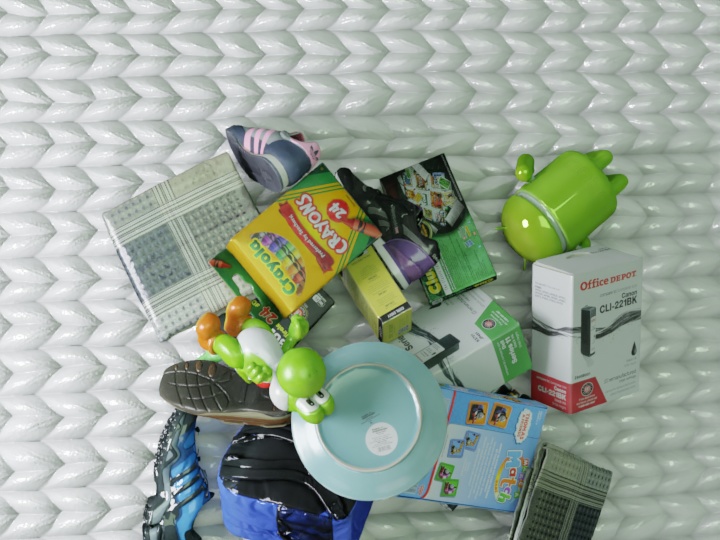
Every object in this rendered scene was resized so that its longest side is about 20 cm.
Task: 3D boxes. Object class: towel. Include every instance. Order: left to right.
[{"bbox_3d":[-0.219,-0.033,1.592,0.198,0.035,0.194,-26,86,-9],"label":"towel"},{"bbox_3d":[0.268,0.347,1.650,0.199,0.034,0.195,27,80,-47],"label":"towel"}]

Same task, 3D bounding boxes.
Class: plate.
[{"bbox_3d":[0.011,0.185,1.490,0.197,0.026,0.203,-1,72,3],"label":"plate"}]

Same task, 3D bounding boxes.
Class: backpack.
[{"bbox_3d":[-0.088,0.299,1.568,0.197,0.163,0.170,11,125,12],"label":"backpack"}]

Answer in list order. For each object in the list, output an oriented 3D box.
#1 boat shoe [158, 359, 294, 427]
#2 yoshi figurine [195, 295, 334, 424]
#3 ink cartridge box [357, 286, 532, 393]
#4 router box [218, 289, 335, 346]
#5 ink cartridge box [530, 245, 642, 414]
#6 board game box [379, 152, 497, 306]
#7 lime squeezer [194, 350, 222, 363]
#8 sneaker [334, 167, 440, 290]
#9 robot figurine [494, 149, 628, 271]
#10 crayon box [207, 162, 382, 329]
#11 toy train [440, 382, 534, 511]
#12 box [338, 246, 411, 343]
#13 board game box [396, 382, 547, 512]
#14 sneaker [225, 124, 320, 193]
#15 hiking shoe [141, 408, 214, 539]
[{"bbox_3d":[-0.167,0.172,1.567,0.197,0.074,0.076,8,61,15],"label":"boat shoe"},{"bbox_3d":[-0.108,0.103,1.470,0.199,0.112,0.113,37,92,24],"label":"yoshi figurine"},{"bbox_3d":[0.111,0.119,1.633,0.199,0.147,0.084,-29,124,-11],"label":"ink cartridge box"},{"bbox_3d":[-0.156,0.030,1.647,0.200,0.062,0.150,44,80,-3],"label":"router box"},{"bbox_3d":[0.315,0.079,1.656,0.143,0.083,0.203,-12,108,-34],"label":"ink cartridge box"},{"bbox_3d":[0.109,-0.060,1.686,0.104,0.023,0.202,-20,71,-3],"label":"board game box"},{"bbox_3d":[-0.167,0.131,1.593,0.197,0.038,0.072,8,114,15],"label":"lime squeezer"},{"bbox_3d":[0.041,-0.074,1.663,0.087,0.076,0.201,-34,70,2],"label":"sneaker"},{"bbox_3d":[0.286,-0.091,1.707,0.199,0.116,0.176,-39,103,-11],"label":"robot figurine"},{"bbox_3d":[-0.085,-0.029,1.561,0.200,0.051,0.127,-42,92,-18],"label":"crayon box"},{"bbox_3d":[0.161,0.237,1.672,0.114,0.085,0.200,41,79,6],"label":"toy train"},{"bbox_3d":[0.000,0.000,1.636,0.050,0.076,0.201,-28,65,-12],"label":"box"},{"bbox_3d":[0.144,0.235,1.577,0.198,0.037,0.153,14,94,-28],"label":"board game box"},{"bbox_3d":[-0.119,-0.163,1.619,0.082,0.200,0.071,-31,123,-15],"label":"sneaker"},{"bbox_3d":[-0.237,0.279,1.609,0.086,0.074,0.203,12,92,-15],"label":"hiking shoe"}]
